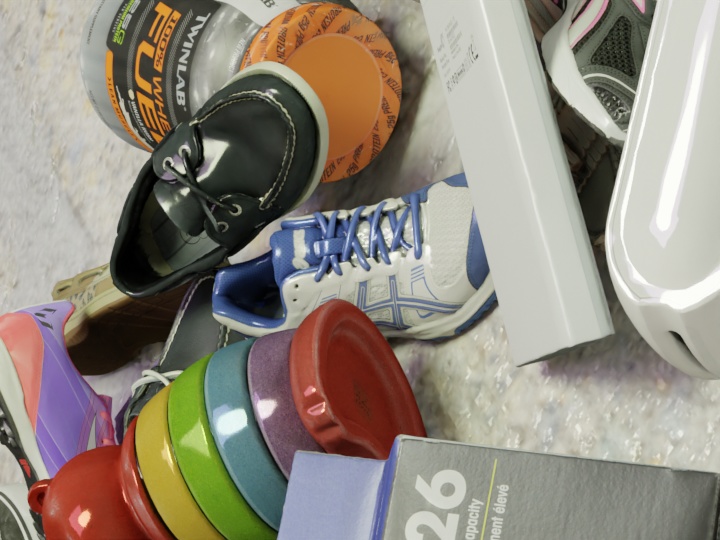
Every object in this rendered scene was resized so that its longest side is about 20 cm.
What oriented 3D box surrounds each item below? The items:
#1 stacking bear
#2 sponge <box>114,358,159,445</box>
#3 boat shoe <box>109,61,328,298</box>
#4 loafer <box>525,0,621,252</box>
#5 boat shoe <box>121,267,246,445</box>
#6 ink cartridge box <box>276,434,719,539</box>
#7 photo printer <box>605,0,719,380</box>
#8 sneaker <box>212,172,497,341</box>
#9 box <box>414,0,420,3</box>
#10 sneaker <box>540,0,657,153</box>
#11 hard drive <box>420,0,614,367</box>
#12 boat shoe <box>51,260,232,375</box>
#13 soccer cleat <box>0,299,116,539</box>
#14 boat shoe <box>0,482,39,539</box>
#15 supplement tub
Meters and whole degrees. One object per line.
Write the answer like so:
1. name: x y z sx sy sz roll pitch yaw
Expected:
1. stacking bear: -0.075 0.103 1.170 0.199 0.122 0.114 -26 37 19
2. sponge: -0.088 0.127 1.311 0.112 0.030 0.201 -50 39 29
3. boat shoe: -0.084 -0.040 1.208 0.066 0.075 0.199 -41 4 -36
4. loafer: 0.089 -0.086 1.119 0.072 0.063 0.201 -55 37 35
5. boat shoe: -0.101 0.089 1.267 0.075 0.060 0.201 -11 65 50
6. ink cartridge box: 0.045 0.170 0.967 0.199 0.047 0.199 5 66 13
7. photo printer: 0.162 -0.054 0.920 0.069 0.166 0.201 11 83 27
8. sneaker: 0.000 0.000 1.191 0.200 0.088 0.076 -33 49 42
9. box: -0.005 -0.213 1.189 0.095 0.199 0.078 -17 62 51
10. sneaker: 0.134 -0.119 1.039 0.086 0.080 0.201 -42 31 25
11. hard drive: 0.068 -0.059 1.057 0.132 0.027 0.201 134 122 -81
12. boat shoe: -0.144 0.012 1.402 0.200 0.073 0.063 -25 59 49
13. soccer cleat: -0.167 0.115 1.354 0.068 0.073 0.201 -2 113 66
14. boat shoe: -0.213 0.206 1.406 0.200 0.063 0.071 -121 30 -48
15. supplement tub: -0.069 -0.113 1.306 0.200 0.122 0.123 19 92 56
